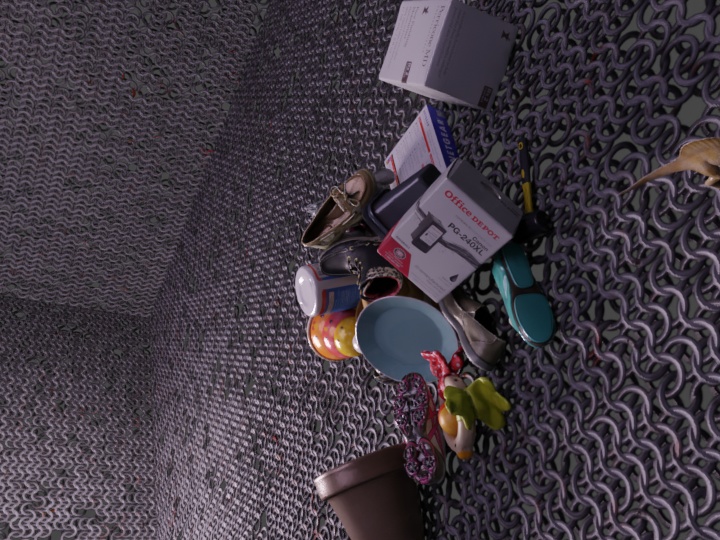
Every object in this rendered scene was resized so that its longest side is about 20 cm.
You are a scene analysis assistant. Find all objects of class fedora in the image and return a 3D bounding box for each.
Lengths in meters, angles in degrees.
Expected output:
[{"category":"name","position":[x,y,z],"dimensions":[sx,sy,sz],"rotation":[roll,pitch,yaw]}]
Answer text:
[{"category":"fedora","position":[0.063,0.059,1.301],"dimensions":[0.200,0.082,0.201],"rotation":[-20,47,23]}]

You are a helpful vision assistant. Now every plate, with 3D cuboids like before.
[{"category":"plate","position":[0.088,0.127,1.229],"dimensions":[0.200,0.200,0.026],"rotation":[-55,0,36]}]

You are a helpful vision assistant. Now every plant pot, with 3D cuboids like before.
[{"category":"plant pot","position":[0.034,0.432,1.204],"dimensions":[0.200,0.200,0.175],"rotation":[-43,61,47]}]

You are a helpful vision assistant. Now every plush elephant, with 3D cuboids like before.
[{"category":"plush elephant","position":[0.001,-0.103,1.402],"dimensions":[0.200,0.155,0.165],"rotation":[-22,16,13]}]

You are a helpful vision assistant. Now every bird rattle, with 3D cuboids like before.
[{"category":"bird rattle","position":[0.158,0.228,1.129],"dimensions":[0.200,0.113,0.163],"rotation":[-141,50,-63]}]

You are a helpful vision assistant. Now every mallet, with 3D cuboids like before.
[{"category":"mallet","position":[0.276,-0.135,1.119],"dimensions":[0.066,0.041,0.200],"rotation":[-41,41,45]}]

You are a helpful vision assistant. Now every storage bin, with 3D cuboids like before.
[{"category":"storage bin","position":[0.130,-0.096,1.225],"dimensions":[0.134,0.200,0.146],"rotation":[-38,7,36]}]

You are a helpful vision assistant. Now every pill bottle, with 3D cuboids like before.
[{"category":"pill bottle","position":[-0.031,0.029,1.427],"dimensions":[0.112,0.200,0.112],"rotation":[28,123,56]}]

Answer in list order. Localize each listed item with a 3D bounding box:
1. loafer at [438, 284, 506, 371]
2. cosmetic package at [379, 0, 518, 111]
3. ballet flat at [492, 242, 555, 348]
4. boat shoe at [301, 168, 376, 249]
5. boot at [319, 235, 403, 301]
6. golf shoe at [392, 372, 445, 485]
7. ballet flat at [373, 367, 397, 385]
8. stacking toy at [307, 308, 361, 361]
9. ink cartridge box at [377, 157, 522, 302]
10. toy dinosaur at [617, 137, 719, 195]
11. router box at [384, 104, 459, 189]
[{"category":"loafer","position":[0.200,0.084,1.144],"dimensions":[0.070,0.075,0.200],"rotation":[-48,40,22]},{"category":"cosmetic package","position":[0.168,-0.425,1.293],"dimensions":[0.200,0.165,0.165],"rotation":[38,113,60]},{"category":"ballet flat","position":[0.260,0.049,1.057],"dimensions":[0.070,0.067,0.200],"rotation":[98,165,-53]},{"category":"boat shoe","position":[-0.042,-0.116,1.292],"dimensions":[0.073,0.063,0.200],"rotation":[49,120,23]},{"category":"boot","position":[0.000,-0.001,1.264],"dimensions":[0.203,0.074,0.154],"rotation":[-11,30,18]},{"category":"golf shoe","position":[0.110,0.286,1.189],"dimensions":[0.073,0.092,0.200],"rotation":[-17,64,23]},{"category":"ballet flat","position":[0.070,0.141,1.352],"dimensions":[0.072,0.072,0.201],"rotation":[27,103,61]},{"category":"stacking toy","position":[-0.020,0.138,1.424],"dimensions":[0.200,0.146,0.146],"rotation":[6,84,66]},{"category":"ink cartridge box","position":[0.147,-0.064,1.097],"dimensions":[0.200,0.145,0.083],"rotation":[-47,4,39]},{"category":"toy dinosaur","position":[0.416,-0.135,0.784],"dimensions":[0.200,0.101,0.058],"rotation":[-22,60,57]},{"category":"router box","position":[0.131,-0.219,1.403],"dimensions":[0.180,0.049,0.200],"rotation":[-50,39,42]}]
